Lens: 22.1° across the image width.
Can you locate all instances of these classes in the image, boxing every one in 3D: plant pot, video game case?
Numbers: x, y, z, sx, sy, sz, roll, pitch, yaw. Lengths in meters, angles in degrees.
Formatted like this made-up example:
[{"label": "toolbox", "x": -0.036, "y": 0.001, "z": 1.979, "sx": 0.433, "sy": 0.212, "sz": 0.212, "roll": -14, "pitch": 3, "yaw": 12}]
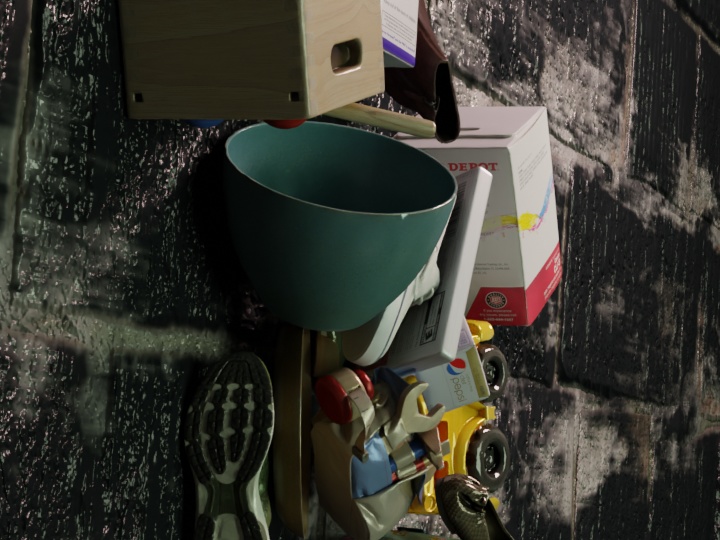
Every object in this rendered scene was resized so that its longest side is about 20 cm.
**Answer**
[{"label": "plant pot", "x": -0.028, "y": -0.029, "z": 1.573, "sx": 0.200, "sy": 0.199, "sz": 0.136, "roll": -40, "pitch": 145, "yaw": -61}, {"label": "plant pot", "x": -0.060, "y": 0.134, "z": 1.618, "sx": 0.200, "sy": 0.027, "sz": 0.202, "roll": 1, "pitch": 90, "yaw": -90}, {"label": "video game case", "x": 0.043, "y": 0.014, "z": 1.746, "sx": 0.023, "sy": 0.182, "sz": 0.201, "roll": 30, "pitch": 58, "yaw": -29}]

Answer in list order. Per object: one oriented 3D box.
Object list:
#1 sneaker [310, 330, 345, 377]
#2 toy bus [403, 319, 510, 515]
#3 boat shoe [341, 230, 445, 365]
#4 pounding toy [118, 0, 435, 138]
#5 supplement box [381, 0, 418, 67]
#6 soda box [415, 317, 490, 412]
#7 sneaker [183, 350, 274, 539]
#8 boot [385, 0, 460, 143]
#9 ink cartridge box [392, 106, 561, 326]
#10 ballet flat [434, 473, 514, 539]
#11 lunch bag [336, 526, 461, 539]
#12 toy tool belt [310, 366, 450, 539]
[{"label": "sneaker", "x": 0.000, "y": 0.000, "z": 1.721, "sx": 0.067, "sy": 0.089, "sz": 0.202, "roll": 166, "pitch": -74, "yaw": -79}, {"label": "toy bus", "x": 0.044, "y": 0.148, "z": 1.839, "sx": 0.191, "sy": 0.135, "sz": 0.202, "roll": 2, "pitch": 87, "yaw": -51}, {"label": "boat shoe", "x": 0.042, "y": 0.000, "z": 1.666, "sx": 0.065, "sy": 0.073, "sz": 0.201, "roll": 29, "pitch": 70, "yaw": -27}, {"label": "pounding toy", "x": -0.060, "y": -0.163, "z": 1.464, "sx": 0.200, "sy": 0.183, "sz": 0.143, "roll": -28, "pitch": 118, "yaw": -64}, {"label": "supplement box", "x": -0.006, "y": -0.293, "z": 1.692, "sx": 0.103, "sy": 0.101, "sz": 0.202, "roll": 14, "pitch": 79, "yaw": -67}, {"label": "soda box", "x": 0.068, "y": 0.049, "z": 1.788, "sx": 0.200, "sy": 0.063, "sz": 0.068, "roll": -107, "pitch": 178, "yaw": -54}, {"label": "sneaker", "x": -0.105, "y": 0.166, "z": 1.552, "sx": 0.089, "sy": 0.076, "sz": 0.202, "roll": -35, "pitch": 130, "yaw": -83}, {"label": "boot", "x": 0.051, "y": -0.240, "z": 1.767, "sx": 0.167, "sy": 0.072, "sz": 0.201, "roll": -127, "pitch": -157, "yaw": -50}, {"label": "ink cartridge box", "x": 0.121, "y": -0.061, "z": 1.955, "sx": 0.145, "sy": 0.144, "sz": 0.201, "roll": -47, "pitch": 134, "yaw": -58}, {"label": "ballet flat", "x": 0.127, "y": 0.256, "z": 1.740, "sx": 0.068, "sy": 0.046, "sz": 0.200, "roll": -86, "pitch": 153, "yaw": -45}, {"label": "lunch bag", "x": 0.052, "y": 0.301, "z": 1.798, "sx": 0.200, "sy": 0.159, "sz": 0.078, "roll": 2, "pitch": 91, "yaw": -66}, {"label": "toy tool belt", "x": 0.021, "y": 0.146, "z": 1.678, "sx": 0.122, "sy": 0.125, "sz": 0.201, "roll": -28, "pitch": 137, "yaw": -26}]
